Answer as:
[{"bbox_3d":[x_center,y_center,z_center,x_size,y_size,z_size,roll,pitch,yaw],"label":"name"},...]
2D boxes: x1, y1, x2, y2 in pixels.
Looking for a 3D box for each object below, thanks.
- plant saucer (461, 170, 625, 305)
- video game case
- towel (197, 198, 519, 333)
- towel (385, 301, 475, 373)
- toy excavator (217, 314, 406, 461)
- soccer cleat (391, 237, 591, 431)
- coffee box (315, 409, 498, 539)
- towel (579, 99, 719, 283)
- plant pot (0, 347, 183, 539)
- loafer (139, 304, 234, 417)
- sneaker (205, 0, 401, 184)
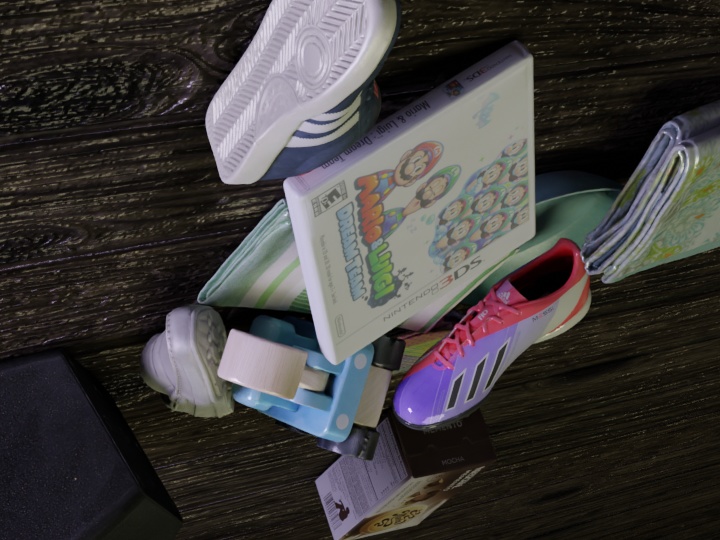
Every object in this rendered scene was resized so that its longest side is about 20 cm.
[{"bbox_3d":[0.127,-0.029,1.330,0.199,0.036,0.200,-19,160,-7],"label":"plant saucer"},{"bbox_3d":[0.040,-0.040,1.107,0.181,0.024,0.200,-32,148,-15],"label":"video game case"},{"bbox_3d":[0.000,0.000,1.233,0.199,0.024,0.153,7,148,-29],"label":"towel"},{"bbox_3d":[0.036,0.065,1.436,0.199,0.023,0.143,-18,165,32],"label":"towel"},{"bbox_3d":[-0.056,0.078,1.260,0.199,0.101,0.194,18,178,-36],"label":"toy excavator"},{"bbox_3d":[0.102,0.048,1.311,0.200,0.068,0.073,-35,145,-18],"label":"soccer cleat"},{"bbox_3d":[0.047,0.217,1.804,0.112,0.080,0.200,-7,156,-31],"label":"coffee box"},{"bbox_3d":[0.276,-0.072,1.289,0.199,0.048,0.172,-20,155,-33],"label":"towel"},{"bbox_3d":[-0.253,0.174,1.263,0.177,0.200,0.200,-34,160,-4],"label":"plant pot"},{"bbox_3d":[-0.136,0.074,1.272,0.069,0.070,0.200,0,160,0],"label":"loafer"},{"bbox_3d":[-0.014,-0.111,0.933,0.084,0.075,0.200,-7,165,-31],"label":"sneaker"}]
